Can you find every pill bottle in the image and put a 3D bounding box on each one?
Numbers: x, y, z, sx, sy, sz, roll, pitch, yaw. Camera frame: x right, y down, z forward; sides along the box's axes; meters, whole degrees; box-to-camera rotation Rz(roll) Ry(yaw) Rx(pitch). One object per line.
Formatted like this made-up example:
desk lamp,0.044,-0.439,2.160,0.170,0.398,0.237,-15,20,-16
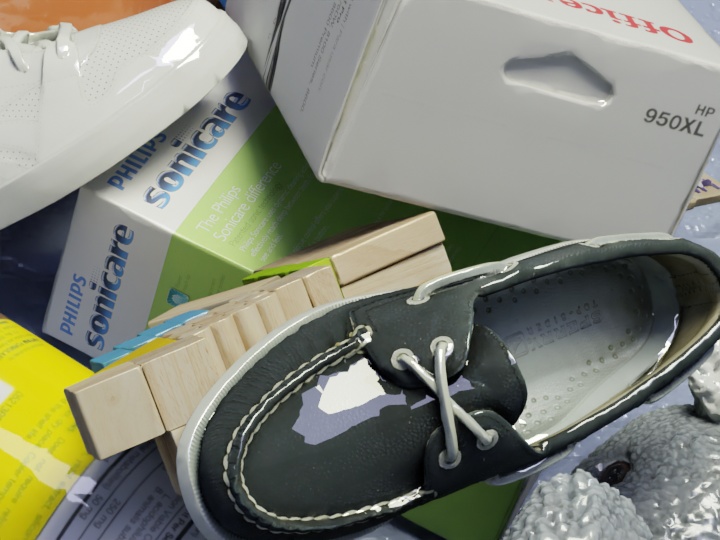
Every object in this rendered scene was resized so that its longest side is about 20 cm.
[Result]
pill bottle,-0.087,0.101,0.955,0.200,0.109,0.109,32,45,13

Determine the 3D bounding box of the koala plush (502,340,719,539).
koala plush,0.119,0.123,0.965,0.184,0.177,0.200,11,35,-3

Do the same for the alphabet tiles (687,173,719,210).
alphabet tiles,0.051,-0.075,1.149,0.200,0.006,0.166,35,26,27

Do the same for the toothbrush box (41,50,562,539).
toothbrush box,0.000,0.000,1.102,0.200,0.086,0.146,27,42,7

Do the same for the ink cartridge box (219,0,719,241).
ink cartridge box,0.036,-0.095,1.061,0.145,0.084,0.200,12,24,-22

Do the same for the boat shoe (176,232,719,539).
boat shoe,0.034,0.032,0.886,0.200,0.060,0.076,-28,98,-33

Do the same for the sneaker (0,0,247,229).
sneaker,-0.152,-0.076,1.042,0.200,0.116,0.074,-29,16,2

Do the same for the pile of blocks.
pile of blocks,-0.035,0.039,0.948,0.200,0.082,0.062,-29,100,-54

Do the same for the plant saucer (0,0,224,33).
plant saucer,-0.154,-0.112,1.169,0.200,0.032,0.200,-3,40,3
